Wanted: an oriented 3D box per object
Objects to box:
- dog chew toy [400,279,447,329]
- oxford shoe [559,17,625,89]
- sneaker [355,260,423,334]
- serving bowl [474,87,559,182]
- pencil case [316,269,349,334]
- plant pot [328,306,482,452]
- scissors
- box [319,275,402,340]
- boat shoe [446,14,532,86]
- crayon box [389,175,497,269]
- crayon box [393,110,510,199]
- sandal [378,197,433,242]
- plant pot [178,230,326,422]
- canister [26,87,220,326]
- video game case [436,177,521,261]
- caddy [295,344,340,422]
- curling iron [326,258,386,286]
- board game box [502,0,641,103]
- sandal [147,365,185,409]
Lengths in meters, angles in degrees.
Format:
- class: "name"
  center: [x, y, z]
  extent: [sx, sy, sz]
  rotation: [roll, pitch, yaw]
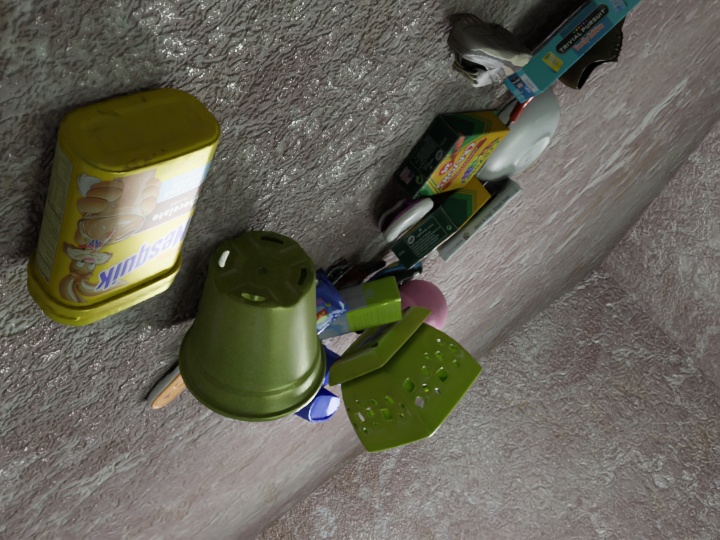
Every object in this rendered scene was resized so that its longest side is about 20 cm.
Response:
- class: "dog chew toy"
  center: [0.083, 0.093, 1.826]
  extent: [0.199, 0.125, 0.125]
  rotation: [-18, 153, -37]
- class: "oxford shoe"
  center: [0.386, -0.367, 1.394]
  extent: [0.072, 0.085, 0.200]
  rotation: [-12, 145, -56]
- class: "sneaker"
  center: [0.044, 0.045, 1.628]
  extent: [0.199, 0.083, 0.071]
  rotation: [-41, 174, 27]
- class: "serving bowl"
  center: [0.273, -0.221, 1.540]
  extent: [0.200, 0.066, 0.200]
  rotation: [-38, 164, -13]
- class: "pencil case"
  center: [-0.111, 0.085, 1.411]
  extent: [0.200, 0.078, 0.087]
  rotation: [-38, 134, -10]
- class: "plant pot"
  center: [0.070, 0.192, 1.647]
  extent: [0.199, 0.182, 0.199]
  rotation: [-27, -168, 49]
- class: "scissors"
  center: [0.242, -0.241, 1.436]
  extent: [0.201, 0.014, 0.073]
  rotation: [-60, -172, 36]
- class: "box"
  center: [-0.030, 0.073, 1.523]
  extent: [0.198, 0.048, 0.122]
  rotation: [-15, 160, -2]
- class: "boat shoe"
  center: [0.158, -0.268, 1.137]
  extent: [0.073, 0.075, 0.199]
  rotation: [-49, 161, 25]
- class: "crayon box"
  center: [0.143, -0.088, 1.518]
  extent: [0.126, 0.052, 0.200]
  rotation: [-40, -179, 35]
- class: "crayon box"
  center: [0.151, -0.183, 1.381]
  extent: [0.199, 0.051, 0.127]
  rotation: [-20, 153, -53]
- class: "sandal"
  center: [0.059, -0.086, 1.425]
  extent: [0.082, 0.050, 0.203]
  rotation: [-36, 178, -13]
- class: "plant pot"
  center: [-0.131, 0.058, 1.145]
  extent: [0.200, 0.200, 0.185]
  rotation: [-30, 149, -33]
- class: "canister"
  center: [-0.214, -0.056, 0.802]
  extent: [0.148, 0.087, 0.201]
  rotation: [-27, 157, -42]
- class: "video game case"
  center: [0.207, -0.102, 1.634]
  extent: [0.182, 0.024, 0.200]
  rotation: [-44, -172, 8]
- class: "caddy"
  center: [-0.097, 0.213, 1.736]
  extent: [0.142, 0.104, 0.200]
  rotation: [-64, 160, 0]
- class: "curling iron"
  center: [0.000, 0.000, 1.543]
  extent: [0.050, 0.026, 0.200]
  rotation: [-46, 164, 22]
- class: "board game box"
  center: [0.302, -0.331, 1.275]
  extent: [0.200, 0.047, 0.151]
  rotation: [-43, -176, 2]
- class: "sandal"
  center: [-0.232, 0.149, 1.331]
  extent: [0.207, 0.059, 0.079]
  rotation: [-47, 163, 16]
